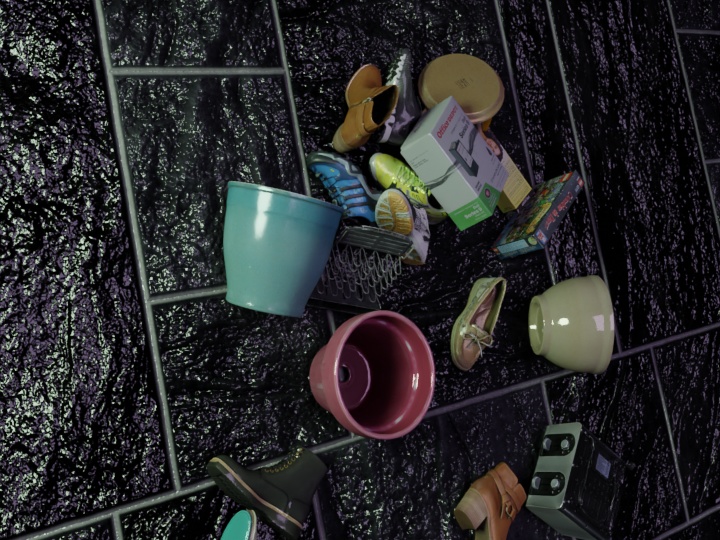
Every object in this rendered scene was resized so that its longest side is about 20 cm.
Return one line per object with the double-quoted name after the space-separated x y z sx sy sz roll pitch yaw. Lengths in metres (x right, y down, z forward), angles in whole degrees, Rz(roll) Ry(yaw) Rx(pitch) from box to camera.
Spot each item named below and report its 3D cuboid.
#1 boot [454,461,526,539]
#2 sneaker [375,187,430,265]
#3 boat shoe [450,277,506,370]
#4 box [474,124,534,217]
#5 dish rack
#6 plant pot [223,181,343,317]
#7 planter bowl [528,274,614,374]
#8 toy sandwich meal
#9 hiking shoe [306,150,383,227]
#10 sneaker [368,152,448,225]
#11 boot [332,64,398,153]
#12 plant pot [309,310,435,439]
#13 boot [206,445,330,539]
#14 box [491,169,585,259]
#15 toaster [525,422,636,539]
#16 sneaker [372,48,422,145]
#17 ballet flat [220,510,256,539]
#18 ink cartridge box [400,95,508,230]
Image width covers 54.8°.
0.275 0.494 1.350 0.153 0.073 0.204 -32 103 -36 "boot"
0.084 -0.100 1.310 0.202 0.074 0.089 64 41 -51 "sneaker"
0.238 0.102 1.398 0.072 0.062 0.204 28 69 -22 "boat shoe"
0.287 -0.218 1.487 0.075 0.050 0.201 -46 105 -26 "box"
0.000 0.000 1.213 0.150 0.201 0.056 9 53 -26 "dish rack"
-0.139 -0.029 1.147 0.195 0.199 0.194 11 91 -26 "plant pot"
0.426 0.113 1.445 0.130 0.200 0.207 0 80 -1 "planter bowl"
0.205 -0.358 1.439 0.198 0.071 0.210 1 62 -3 "toy sandwich meal"
-0.025 -0.140 1.286 0.198 0.074 0.088 37 65 -19 "hiking shoe"
0.103 -0.169 1.361 0.198 0.076 0.077 33 67 -21 "sneaker"
0.021 -0.323 1.296 0.076 0.154 0.203 34 67 -18 "boot"
0.003 0.180 1.187 0.195 0.178 0.207 6 78 -27 "plant pot"
-0.148 0.328 1.147 0.201 0.076 0.140 48 56 -25 "boot"
0.375 -0.117 1.470 0.038 0.136 0.201 45 63 -14 "box"
0.443 0.432 1.411 0.199 0.118 0.184 38 61 -24 "toaster"
0.085 -0.338 1.385 0.088 0.066 0.206 16 78 -21 "sneaker"
-0.203 0.482 1.099 0.062 0.066 0.205 40 65 -49 "ballet flat"
0.183 -0.206 1.332 0.201 0.083 0.147 48 45 -18 "ink cartridge box"
